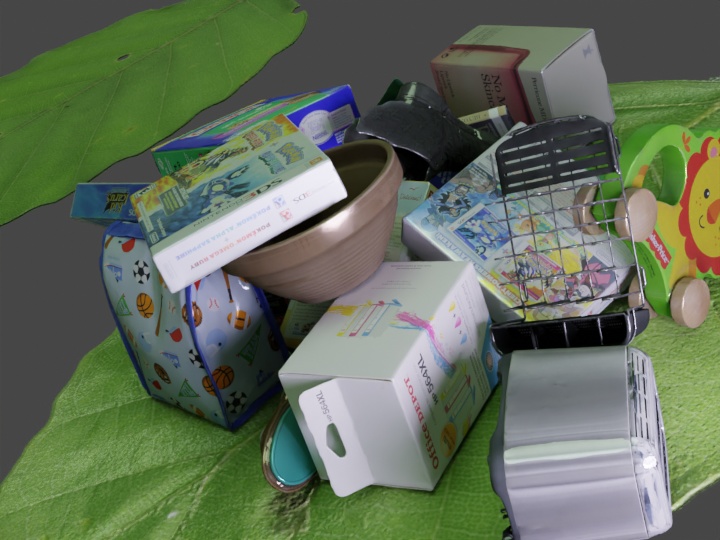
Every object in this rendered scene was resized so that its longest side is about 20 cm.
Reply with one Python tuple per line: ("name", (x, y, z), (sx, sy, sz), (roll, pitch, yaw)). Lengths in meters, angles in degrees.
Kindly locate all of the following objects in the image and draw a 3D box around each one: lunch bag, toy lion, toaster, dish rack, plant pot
("lunch bag", (-0.177, 0.041, 1.316), (0.169, 0.202, 0.124), (9, 41, 46))
("toy lion", (0.303, -0.062, 1.175), (0.068, 0.200, 0.193), (11, 60, 48))
("toaster", (0.174, 0.141, 0.989), (0.127, 0.115, 0.201), (-10, 29, 16))
("dish rack", (0.171, -0.030, 1.093), (0.054, 0.203, 0.152), (-11, 1, -44))
("plant pot", (-0.038, -0.035, 1.199), (0.199, 0.093, 0.201), (-24, 23, 11))

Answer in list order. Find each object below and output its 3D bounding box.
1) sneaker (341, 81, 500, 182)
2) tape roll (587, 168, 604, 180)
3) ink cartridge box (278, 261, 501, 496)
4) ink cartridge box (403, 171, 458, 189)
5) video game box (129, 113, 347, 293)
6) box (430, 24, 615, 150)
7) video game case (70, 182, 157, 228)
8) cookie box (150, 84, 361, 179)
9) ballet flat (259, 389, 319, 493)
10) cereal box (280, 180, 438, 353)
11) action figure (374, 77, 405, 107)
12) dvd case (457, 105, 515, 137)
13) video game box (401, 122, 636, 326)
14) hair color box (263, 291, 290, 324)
("sneaker", (0.080, -0.125, 1.346), (0.060, 0.199, 0.105), (-29, 32, 52))
("tape roll", (0.184, -0.045, 1.375), (0.198, 0.049, 0.201), (-17, 29, 10))
("ink cartridge box", (0.028, 0.100, 1.145), (0.124, 0.130, 0.200), (-1, 35, 33))
("ink cartridge box", (0.051, -0.059, 1.432), (0.199, 0.043, 0.197), (-34, 20, 26))
("video game box", (-0.121, -0.070, 1.183), (0.180, 0.047, 0.200), (-27, 24, -7))
("box", (0.205, -0.229, 1.596), (0.109, 0.129, 0.199), (-38, 32, -28))
("video game case", (-0.201, -0.055, 1.415), (0.199, 0.180, 0.046), (5, 82, 51))
("cookie box", (-0.116, -0.139, 1.416), (0.170, 0.076, 0.199), (-30, 17, -30))
("ballet flat", (-0.059, 0.138, 1.208), (0.072, 0.068, 0.201), (-29, 28, 42))
("cereal box", (0.000, 0.000, 1.329), (0.143, 0.039, 0.202), (8, 73, 43))
("action figure", (0.013, -0.119, 1.449), (0.200, 0.118, 0.055), (-40, 28, 27))
("dvd case", (0.098, -0.140, 1.524), (0.197, 0.149, 0.016), (-14, 69, 15))
("video game box", (0.171, -0.033, 1.244), (0.182, 0.047, 0.200), (-37, 64, -26))
("hair color box", (-0.098, -0.013, 1.501), (0.100, 0.062, 0.201), (-8, 30, 25))
